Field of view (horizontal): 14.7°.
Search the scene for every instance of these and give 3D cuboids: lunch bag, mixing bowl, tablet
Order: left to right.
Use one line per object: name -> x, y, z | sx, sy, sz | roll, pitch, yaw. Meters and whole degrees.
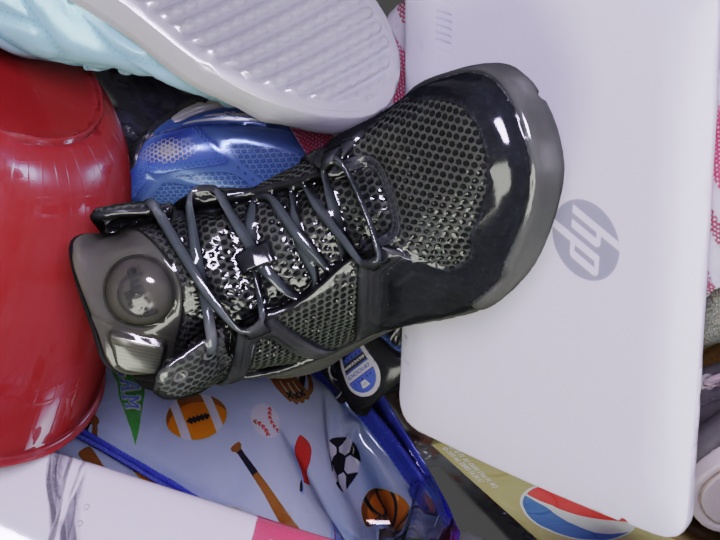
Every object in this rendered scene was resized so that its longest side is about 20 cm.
mixing bowl -> -0.157, -0.036, 0.998 | 0.199, 0.201, 0.109 | 24, 120, -17
lunch bag -> -0.077, 0.096, 1.215 | 0.199, 0.124, 0.170 | 33, 143, -16
tablet -> 0.062, -0.018, 0.932 | 0.130, 0.014, 0.201 | 21, 123, 38

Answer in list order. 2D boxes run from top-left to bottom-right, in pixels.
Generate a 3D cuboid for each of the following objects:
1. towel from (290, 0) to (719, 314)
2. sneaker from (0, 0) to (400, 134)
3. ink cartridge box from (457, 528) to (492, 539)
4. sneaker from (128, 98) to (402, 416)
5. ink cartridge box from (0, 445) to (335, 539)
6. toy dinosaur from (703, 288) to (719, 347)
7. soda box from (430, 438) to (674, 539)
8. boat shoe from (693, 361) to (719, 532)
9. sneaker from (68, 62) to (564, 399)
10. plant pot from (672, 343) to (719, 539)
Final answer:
towel -> 0.064, -0.039, 0.952 | 0.200, 0.030, 0.147 | -39, 80, 48
sneaker -> -0.083, -0.099, 0.964 | 0.199, 0.074, 0.082 | 28, 154, -7
ink cartridge box -> 0.098, 0.195, 1.240 | 0.146, 0.084, 0.200 | 38, 171, -14
sneaker -> 0.000, 0.000, 1.061 | 0.199, 0.090, 0.079 | 23, 147, -11
ink cartridge box -> -0.111, 0.123, 1.060 | 0.199, 0.083, 0.147 | 19, 165, -6
toy dinosaur -> 0.123, -0.011, 0.978 | 0.199, 0.103, 0.077 | -11, 142, 23
soda box -> 0.116, 0.092, 1.187 | 0.067, 0.064, 0.200 | -12, 140, 35
boat shoe -> 0.200, 0.028, 1.002 | 0.199, 0.057, 0.067 | -25, 138, 12
sneaker -> -0.020, -0.006, 0.928 | 0.114, 0.077, 0.199 | -14, 172, -40
plant pot -> 0.183, 0.054, 1.076 | 0.199, 0.028, 0.201 | -2, 136, -2
